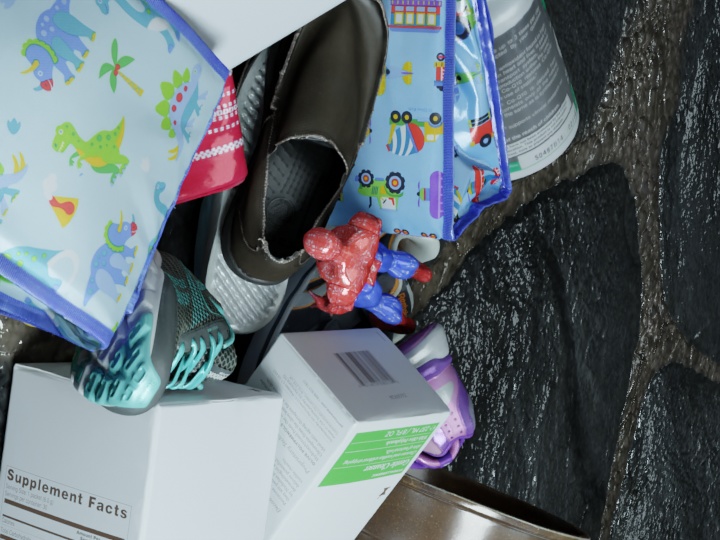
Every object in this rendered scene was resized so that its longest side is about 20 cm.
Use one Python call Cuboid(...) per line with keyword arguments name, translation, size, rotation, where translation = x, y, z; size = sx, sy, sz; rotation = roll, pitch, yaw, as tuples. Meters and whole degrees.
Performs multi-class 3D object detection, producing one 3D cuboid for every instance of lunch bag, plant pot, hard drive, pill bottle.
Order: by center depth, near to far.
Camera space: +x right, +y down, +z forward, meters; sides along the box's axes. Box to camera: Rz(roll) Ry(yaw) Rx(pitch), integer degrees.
Cuboid(name="lunch bag", translation=(-0.177, -0.078, 0.881), size=(0.199, 0.127, 0.171), rotation=(30, 72, -23))
Cuboid(name="hard drive", translation=(-0.014, -0.184, 0.934), size=(0.199, 0.026, 0.132), rotation=(-31, 160, -2))
Cuboid(name="lunch bag", translation=(0.008, -0.134, 1.161), size=(0.094, 0.150, 0.202), rotation=(-37, 128, -51))
Cuboid(name="plant pot", translation=(0.041, 0.251, 1.303), size=(0.200, 0.199, 0.200), rotation=(23, 88, -56))
Cuboid(name="pill bottle", translation=(0.086, -0.171, 1.305), size=(0.113, 0.112, 0.201), rotation=(-58, 142, -29))

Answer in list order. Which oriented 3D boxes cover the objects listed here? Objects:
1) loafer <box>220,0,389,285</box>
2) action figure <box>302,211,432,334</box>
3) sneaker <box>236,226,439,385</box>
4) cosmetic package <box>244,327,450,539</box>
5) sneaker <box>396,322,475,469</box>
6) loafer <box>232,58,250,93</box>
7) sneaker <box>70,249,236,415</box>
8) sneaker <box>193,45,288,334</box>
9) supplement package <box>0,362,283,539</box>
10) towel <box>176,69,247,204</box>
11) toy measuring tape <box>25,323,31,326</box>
Cuboid(name="loafer", translation=(-0.024, -0.085, 1.075), size=(0.072, 0.071, 0.202), rotation=(16, 89, -20))
Cuboid(name="action figure", translation=(0.000, 0.000, 1.107), size=(0.066, 0.051, 0.200), rotation=(-67, 165, -4))
Cuboid(name="sneaker", translation=(-0.013, 0.031, 1.233), size=(0.201, 0.079, 0.079), rotation=(-59, 161, -27))
Cuboid(name="cosmetic package", translation=(-0.047, 0.136, 1.133), size=(0.107, 0.085, 0.201), rotation=(-3, 133, -52))
Cuboid(name="sneaker", translation=(0.031, 0.102, 1.245), size=(0.080, 0.200, 0.089), rotation=(-34, 88, -16))
Cuboid(name="loafer", translation=(-0.074, -0.169, 1.101), size=(0.073, 0.071, 0.201), rotation=(40, 66, -53))
Cuboid(name="sneaker", translation=(-0.106, 0.035, 0.985), size=(0.091, 0.200, 0.078), rotation=(32, 103, -15))
Cuboid(name="sneaker", translation=(-0.070, -0.062, 1.143), size=(0.073, 0.082, 0.201), rotation=(19, 89, -21))
Cuboid(name="supplement package", translation=(-0.138, 0.162, 1.053), size=(0.121, 0.119, 0.202), rotation=(3, 97, -56))
Cuboid(name="towel", translation=(-0.141, -0.123, 0.999), size=(0.144, 0.022, 0.201), rotation=(-18, 117, -21))
Cuboid(name="toy measuring tape", translation=(-0.156, -0.067, 0.965), size=(0.073, 0.073, 0.201), rotation=(18, 91, -57))
